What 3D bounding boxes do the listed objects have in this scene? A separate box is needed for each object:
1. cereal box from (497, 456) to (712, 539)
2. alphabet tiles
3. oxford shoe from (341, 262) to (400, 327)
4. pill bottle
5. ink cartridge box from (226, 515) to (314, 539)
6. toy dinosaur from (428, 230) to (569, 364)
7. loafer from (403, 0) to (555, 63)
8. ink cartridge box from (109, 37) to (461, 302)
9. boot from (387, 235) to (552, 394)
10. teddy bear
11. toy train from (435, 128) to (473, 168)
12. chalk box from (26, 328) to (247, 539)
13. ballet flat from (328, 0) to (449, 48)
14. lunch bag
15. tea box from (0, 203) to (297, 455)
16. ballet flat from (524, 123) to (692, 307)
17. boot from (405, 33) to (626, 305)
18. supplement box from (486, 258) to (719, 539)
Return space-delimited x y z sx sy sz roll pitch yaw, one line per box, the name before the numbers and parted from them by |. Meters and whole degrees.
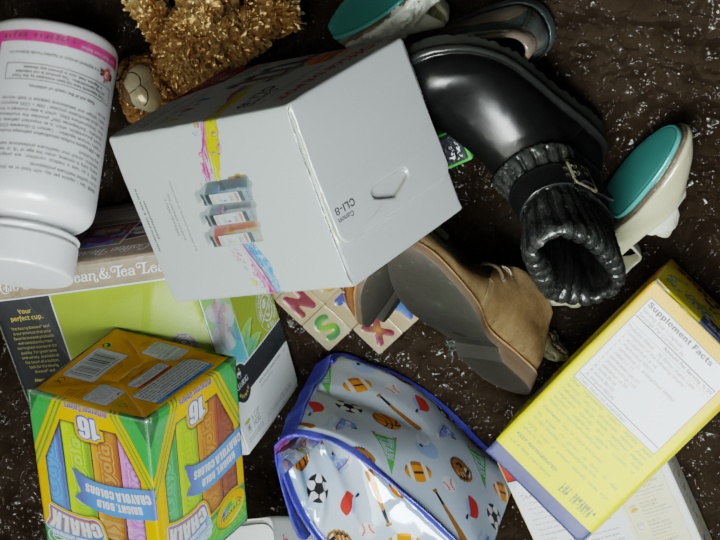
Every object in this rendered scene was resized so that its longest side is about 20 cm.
cereal box | 0.220 0.216 1.650 0.143 0.040 0.201 -18 107 23
alphabet tiles | -0.024 -0.025 1.631 0.200 0.006 0.166 44 120 -6
oxford shoe | 0.000 0.000 1.527 0.071 0.200 0.071 36 87 6
pill bottle | -0.266 -0.093 1.542 0.113 0.113 0.201 2 75 17
ink cartridge box | -0.063 0.290 1.661 0.083 0.200 0.146 -10 79 23
toy dinosaur | 0.088 0.019 1.572 0.200 0.088 0.047 50 135 -8
loafer | 0.058 -0.159 1.506 0.199 0.063 0.072 -23 106 26
ink cartridge box | -0.055 -0.074 1.429 0.199 0.145 0.145 -4 112 42
boot | 0.088 0.016 1.486 0.073 0.076 0.200 12 157 41
teddy bear | -0.133 -0.186 1.553 0.199 0.067 0.145 -23 104 25
toy train | 0.009 -0.076 1.560 0.199 0.056 0.042 -23 105 22
chalk box | -0.176 0.170 1.536 0.123 0.125 0.201 11 119 29
ballet flat | 0.062 -0.226 1.474 0.200 0.072 0.072 -38 99 29
lunch bag | 0.018 0.177 1.623 0.200 0.170 0.124 45 115 -8
tea box | -0.187 0.052 1.644 0.199 0.134 0.198 -6 113 23
ballet flat | 0.213 -0.038 1.523 0.069 0.070 0.200 41 122 -5
boot | 0.117 -0.076 1.432 0.210 0.158 0.079 25 138 -28
supplement box | 0.214 0.103 1.528 0.109 0.109 0.200 45 108 4
